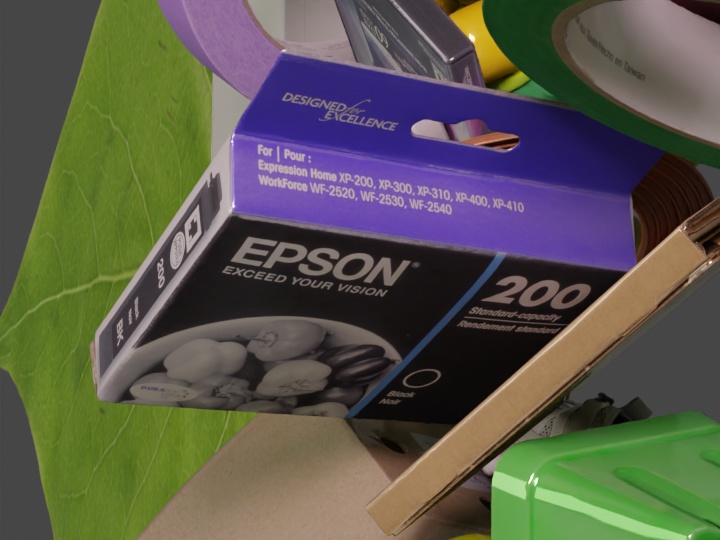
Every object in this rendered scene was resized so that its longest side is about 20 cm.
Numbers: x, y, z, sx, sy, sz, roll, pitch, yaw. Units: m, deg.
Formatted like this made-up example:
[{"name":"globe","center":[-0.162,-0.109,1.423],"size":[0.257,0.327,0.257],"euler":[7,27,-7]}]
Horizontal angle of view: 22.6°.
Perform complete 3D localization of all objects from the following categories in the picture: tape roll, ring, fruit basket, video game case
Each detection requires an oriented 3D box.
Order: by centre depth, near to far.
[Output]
[{"name":"tape roll","center":[0.143,-0.082,0.617],"size":[0.200,0.200,0.048],"euler":[-7,62,68]},{"name":"fruit basket","center":[0.092,0.165,0.772],"size":[0.215,0.155,0.217],"euler":[9,102,53]},{"name":"ring","center":[0.070,0.001,0.845],"size":[0.201,0.199,0.019],"euler":[122,146,-47]},{"name":"video game case","center":[0.034,-0.079,0.900],"size":[0.143,0.019,0.200],"euler":[53,170,38]},{"name":"tape roll","center":[-0.015,-0.184,0.992],"size":[0.066,0.199,0.201],"euler":[-140,58,-62]}]

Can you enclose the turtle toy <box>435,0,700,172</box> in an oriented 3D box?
[{"name":"turtle toy","center":[0.111,-0.106,0.884],"size":[0.200,0.145,0.102],"euler":[44,156,64]}]

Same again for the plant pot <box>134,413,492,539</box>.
[{"name":"plant pot","center":[0.009,0.171,0.964],"size":[0.178,0.199,0.200],"euler":[-62,37,15]}]

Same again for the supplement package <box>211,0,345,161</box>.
[{"name":"supplement package","center":[-0.032,-0.156,1.272],"size":[0.156,0.110,0.201],"euler":[146,126,-63]}]

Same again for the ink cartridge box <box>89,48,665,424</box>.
[{"name":"ink cartridge box","center":[0.012,-0.002,0.763],"size":[0.200,0.197,0.044],"euler":[-51,42,44]}]

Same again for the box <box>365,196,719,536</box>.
[{"name":"box","center":[0.105,0.027,0.772],"size":[0.021,0.163,0.200],"euler":[50,124,9]}]

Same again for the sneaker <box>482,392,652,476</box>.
[{"name":"sneaker","center":[0.118,0.094,0.906],"size":[0.082,0.074,0.200],"euler":[-56,32,13]}]

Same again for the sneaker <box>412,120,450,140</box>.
[{"name":"sneaker","center":[0.000,0.000,0.908],"size":[0.074,0.118,0.201],"euler":[52,170,42]}]

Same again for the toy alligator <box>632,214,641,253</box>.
[{"name":"toy alligator","center":[0.101,-0.044,0.970],"size":[0.200,0.059,0.055],"euler":[-134,54,-63]}]

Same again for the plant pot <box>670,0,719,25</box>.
[{"name":"plant pot","center":[0.162,-0.176,0.706],"size":[0.179,0.199,0.201],"euler":[104,163,-63]}]
